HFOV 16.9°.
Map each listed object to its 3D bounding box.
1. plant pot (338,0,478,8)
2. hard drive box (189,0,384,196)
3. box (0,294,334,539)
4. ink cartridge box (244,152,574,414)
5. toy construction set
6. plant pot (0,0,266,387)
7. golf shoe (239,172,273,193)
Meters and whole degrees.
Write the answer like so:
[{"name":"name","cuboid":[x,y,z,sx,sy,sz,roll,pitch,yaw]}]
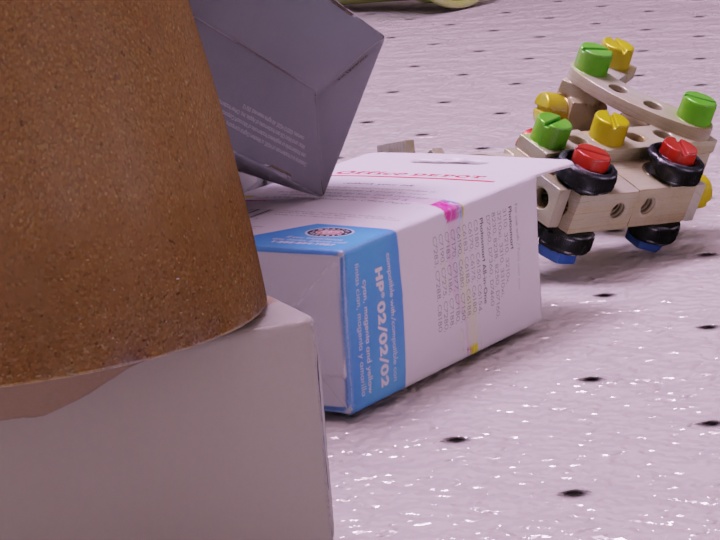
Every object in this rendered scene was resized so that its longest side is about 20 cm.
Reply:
[{"name":"plant pot","cuboid":[0.012,-0.346,2.446,0.184,0.201,0.200,-9,6,39]},{"name":"hard drive box","cuboid":[-0.117,-0.109,0.993,0.200,0.077,0.156,19,-5,32]},{"name":"box","cuboid":[-0.117,0.059,0.752,0.200,0.078,0.095,-9,12,-23]},{"name":"ink cartridge box","cuboid":[0.000,0.000,1.020,0.115,0.068,0.200,4,15,32]},{"name":"toy construction set","cuboid":[0.095,-0.054,1.192,0.200,0.092,0.131,-21,43,-32]},{"name":"plant pot","cuboid":[-0.131,-0.079,0.739,0.186,0.201,0.186,-6,10,1]},{"name":"golf shoe","cuboid":[-0.075,-0.044,1.084,0.092,0.073,0.200,-12,39,25]}]
